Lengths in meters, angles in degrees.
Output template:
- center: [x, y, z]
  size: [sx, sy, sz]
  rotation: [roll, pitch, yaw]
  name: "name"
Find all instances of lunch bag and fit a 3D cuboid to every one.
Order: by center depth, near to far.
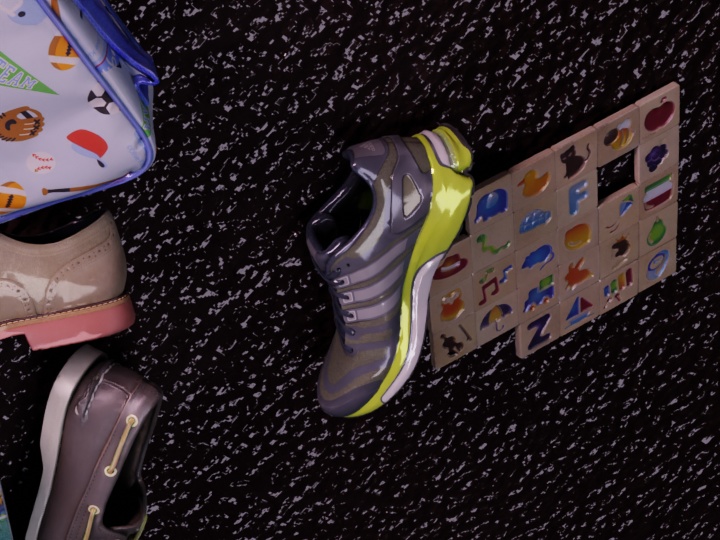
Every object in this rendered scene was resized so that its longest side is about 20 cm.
- center: [-0.189, -0.103, 1.048]
  size: [0.159, 0.076, 0.200]
  rotation: [-19, 142, 13]
  name: "lunch bag"

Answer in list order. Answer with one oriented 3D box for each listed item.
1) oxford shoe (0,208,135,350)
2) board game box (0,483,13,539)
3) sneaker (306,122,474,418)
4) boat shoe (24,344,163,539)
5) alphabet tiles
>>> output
- center: [-0.222, 0.008, 1.153]
  size: [0.199, 0.070, 0.075]
  rotation: [-9, 104, -22]
  name: "oxford shoe"
- center: [-0.276, 0.172, 1.264]
  size: [0.147, 0.064, 0.201]
  rotation: [-15, 134, -12]
  name: "board game box"
- center: [0.000, 0.000, 1.303]
  size: [0.080, 0.074, 0.201]
  rotation: [3, 118, -26]
  name: "sneaker"
- center: [-0.160, 0.139, 1.305]
  size: [0.072, 0.060, 0.202]
  rotation: [-52, 159, -50]
  name: "boat shoe"
- center: [0.125, -0.016, 1.387]
  size: [0.199, 0.008, 0.168]
  rotation: [-27, 138, -20]
  name: "alphabet tiles"
